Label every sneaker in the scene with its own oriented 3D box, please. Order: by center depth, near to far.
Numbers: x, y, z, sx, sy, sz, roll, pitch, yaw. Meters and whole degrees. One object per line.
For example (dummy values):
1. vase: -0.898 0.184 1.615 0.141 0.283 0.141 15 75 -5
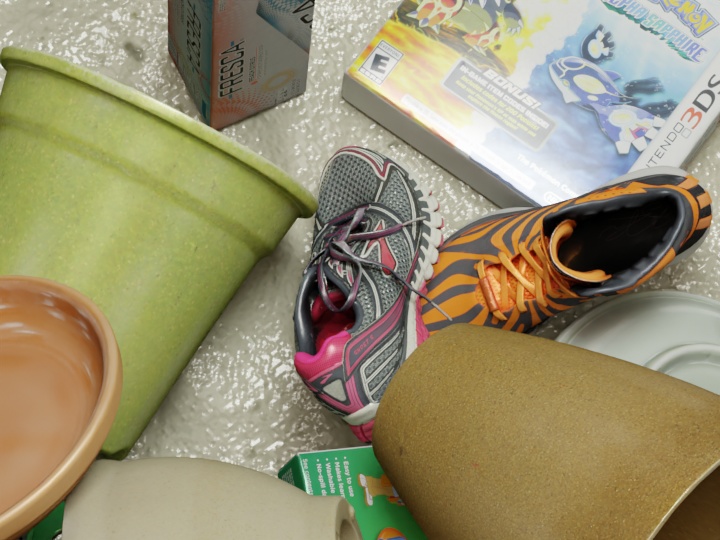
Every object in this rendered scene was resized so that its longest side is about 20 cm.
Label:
1. sneaker: 0.101 -0.006 1.668 0.200 0.112 0.078 -27 88 15
2. sneaker: 0.000 0.000 1.676 0.081 0.075 0.200 -31 40 25

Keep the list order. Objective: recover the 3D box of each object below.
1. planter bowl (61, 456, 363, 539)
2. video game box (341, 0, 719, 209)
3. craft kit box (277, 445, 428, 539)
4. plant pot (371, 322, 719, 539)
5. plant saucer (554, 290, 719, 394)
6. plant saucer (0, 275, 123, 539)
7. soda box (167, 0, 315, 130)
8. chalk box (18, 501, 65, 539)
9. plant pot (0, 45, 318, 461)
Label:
1. planter bowl: -0.062 0.186 1.521 0.135 0.200 0.200 -10 72 7
2. video game box: 0.121 -0.125 1.772 0.200 0.047 0.182 35 72 9
3. craft kit box: 0.068 0.192 1.640 0.197 0.049 0.200 -4 71 -23
4. plant pot: 0.109 0.114 1.559 0.200 0.186 0.186 35 72 31
5. plant saucer: 0.193 0.099 1.670 0.200 0.050 0.200 7 68 -18
6. plant saucer: -0.212 0.085 1.518 0.200 0.037 0.200 -14 41 13
7. soda box: -0.069 -0.153 1.691 0.068 0.200 0.064 -25 74 -11
8. chalk box: -0.236 0.154 1.605 0.200 0.124 0.125 4 59 4
9. plant pot: -0.153 0.000 1.656 0.200 0.200 0.184 26 83 6
